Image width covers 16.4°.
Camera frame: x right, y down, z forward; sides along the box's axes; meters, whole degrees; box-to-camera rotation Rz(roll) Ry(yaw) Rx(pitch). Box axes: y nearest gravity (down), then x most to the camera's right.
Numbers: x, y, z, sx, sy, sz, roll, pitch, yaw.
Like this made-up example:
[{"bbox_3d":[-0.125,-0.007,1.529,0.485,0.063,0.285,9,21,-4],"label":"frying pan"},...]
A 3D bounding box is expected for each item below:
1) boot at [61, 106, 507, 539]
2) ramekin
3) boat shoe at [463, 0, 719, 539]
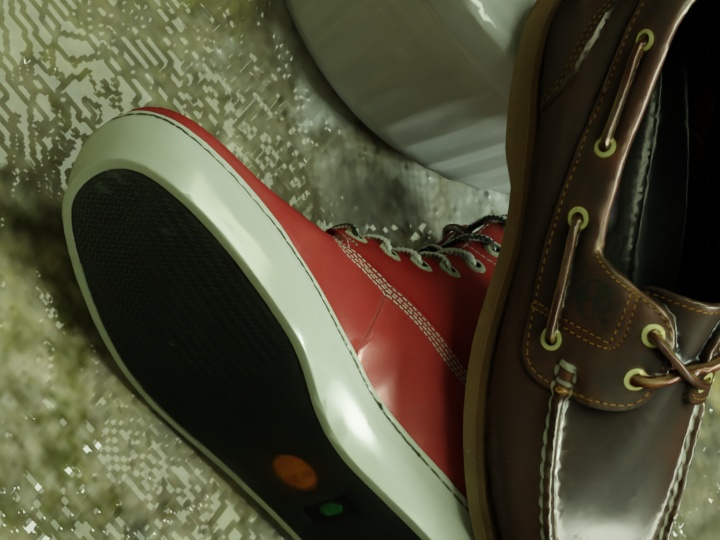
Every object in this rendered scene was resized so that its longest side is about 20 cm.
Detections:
[{"bbox_3d":[0.000,0.000,0.778,0.200,0.072,0.145,51,46,-25],"label":"boot"},{"bbox_3d":[0.057,-0.119,0.857,0.202,0.094,0.204,17,62,-36],"label":"ramekin"},{"bbox_3d":[0.078,0.008,0.739,0.070,0.070,0.202,3,90,-40],"label":"boat shoe"}]
